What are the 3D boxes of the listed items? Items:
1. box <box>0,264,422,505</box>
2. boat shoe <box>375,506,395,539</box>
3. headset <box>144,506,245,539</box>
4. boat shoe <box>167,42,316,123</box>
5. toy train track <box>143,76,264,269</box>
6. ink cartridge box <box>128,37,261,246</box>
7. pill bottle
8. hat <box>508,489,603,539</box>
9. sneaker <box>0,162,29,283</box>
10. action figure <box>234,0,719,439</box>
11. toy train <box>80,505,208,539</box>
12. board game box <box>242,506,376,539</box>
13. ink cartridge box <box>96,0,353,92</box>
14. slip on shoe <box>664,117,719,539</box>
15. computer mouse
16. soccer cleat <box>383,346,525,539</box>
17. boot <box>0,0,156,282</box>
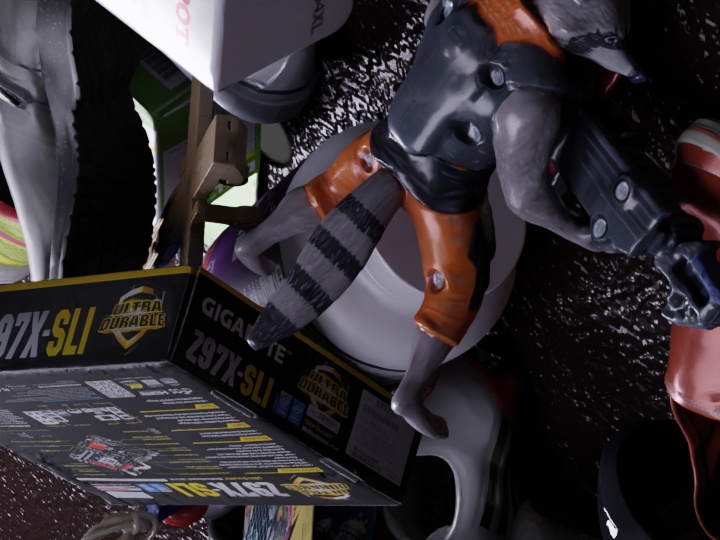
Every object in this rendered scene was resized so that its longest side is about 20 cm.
[{"bbox_3d":[-0.096,0.058,1.013,0.199,0.050,0.159,-6,152,42],"label":"box"},{"bbox_3d":[0.016,0.162,1.171,0.201,0.075,0.074,-99,8,-53],"label":"boat shoe"},{"bbox_3d":[-0.066,0.136,1.376,0.199,0.094,0.124,3,124,38],"label":"headset"},{"bbox_3d":[-0.095,-0.152,1.055,0.199,0.074,0.067,34,135,14],"label":"boat shoe"},{"bbox_3d":[-0.074,-0.024,1.045,0.200,0.032,0.116,133,142,-66],"label":"toy train track"},{"bbox_3d":[-0.126,-0.075,1.175,0.148,0.076,0.201,40,150,24],"label":"ink cartridge box"},{"bbox_3d":[0.000,0.000,1.025,0.113,0.112,0.200,52,153,-1],"label":"pill bottle"},{"bbox_3d":[0.110,0.145,1.041,0.200,0.199,0.082,-3,80,59],"label":"hat"},{"bbox_3d":[-0.207,-0.090,1.136,0.090,0.078,0.201,-15,115,53],"label":"sneaker"},{"bbox_3d":[0.049,-0.031,0.843,0.200,0.104,0.194,48,114,37],"label":"action figure"},{"bbox_3d":[-0.125,0.084,1.238,0.116,0.199,0.085,48,154,18],"label":"toy train"},{"bbox_3d":[-0.030,0.171,1.124,0.034,0.202,0.136,13,147,-15],"label":"board game box"},{"bbox_3d":[-0.093,-0.194,0.945,0.200,0.084,0.147,38,141,28],"label":"ink cartridge box"},{"bbox_3d":[0.151,0.031,0.876,0.074,0.061,0.201,29,143,43],"label":"slip on shoe"},{"bbox_3d":[0.168,0.150,0.937,0.200,0.138,0.053,50,142,26],"label":"computer mouse"},{"bbox_3d":[0.052,0.126,1.129,0.068,0.085,0.201,29,145,38],"label":"soccer cleat"},{"bbox_3d":[-0.167,-0.072,1.066,0.130,0.068,0.202,16,115,31],"label":"boot"}]
